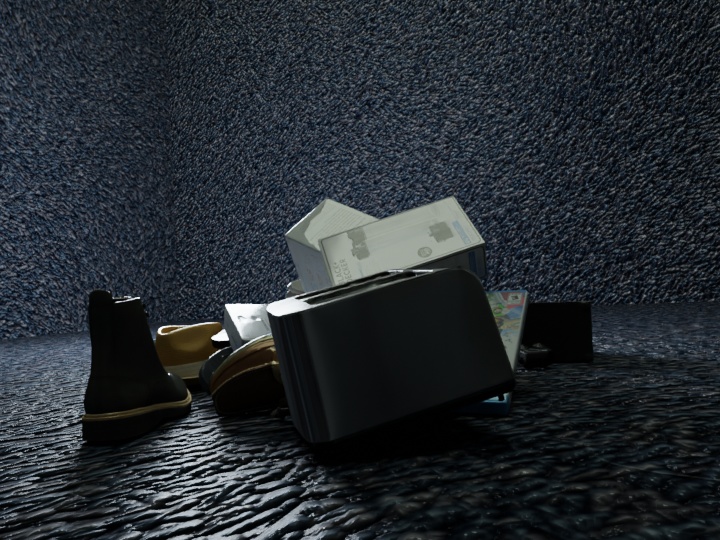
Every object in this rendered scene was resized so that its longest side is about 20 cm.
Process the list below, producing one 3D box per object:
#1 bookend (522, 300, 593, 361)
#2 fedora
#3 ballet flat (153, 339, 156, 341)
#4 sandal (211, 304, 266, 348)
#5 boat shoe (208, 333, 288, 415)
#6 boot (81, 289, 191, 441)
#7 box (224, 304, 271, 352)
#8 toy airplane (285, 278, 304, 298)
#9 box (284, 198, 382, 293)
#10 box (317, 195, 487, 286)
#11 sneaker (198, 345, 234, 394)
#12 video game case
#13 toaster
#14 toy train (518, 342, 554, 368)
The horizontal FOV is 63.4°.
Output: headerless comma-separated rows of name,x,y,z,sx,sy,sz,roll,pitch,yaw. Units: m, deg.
bookend,0.282,0.097,0.989,0.199,0.093,0.199,-3,-2,19
fedora,-0.261,0.122,0.886,0.199,0.082,0.201,-7,1,0
ballet flat,-0.323,0.152,1.081,0.199,0.068,0.075,-6,-18,15
sandal,-0.165,0.079,0.894,0.075,0.045,0.200,-6,2,12
boat shoe,-0.063,0.108,0.635,0.199,0.076,0.074,-20,32,-16
boot,-0.231,0.091,0.627,0.077,0.139,0.200,-3,-2,-4
box,-0.069,0.081,0.768,0.199,0.041,0.156,1,11,-21
toy airplane,-0.082,0.102,1.236,0.199,0.142,0.199,13,23,-25
box,0.000,0.000,0.922,0.199,0.153,0.106,25,56,32
box,0.053,-0.016,0.769,0.199,0.060,0.117,-18,42,-1
sneaker,-0.153,0.139,0.796,0.082,0.070,0.200,-39,-14,28
video game case,0.108,0.084,0.658,0.142,0.018,0.200,-4,29,25
toaster,0.007,0.071,0.522,0.199,0.119,0.181,-16,2,-11
toy train,0.183,0.128,0.815,0.199,0.034,0.046,-3,9,-17
